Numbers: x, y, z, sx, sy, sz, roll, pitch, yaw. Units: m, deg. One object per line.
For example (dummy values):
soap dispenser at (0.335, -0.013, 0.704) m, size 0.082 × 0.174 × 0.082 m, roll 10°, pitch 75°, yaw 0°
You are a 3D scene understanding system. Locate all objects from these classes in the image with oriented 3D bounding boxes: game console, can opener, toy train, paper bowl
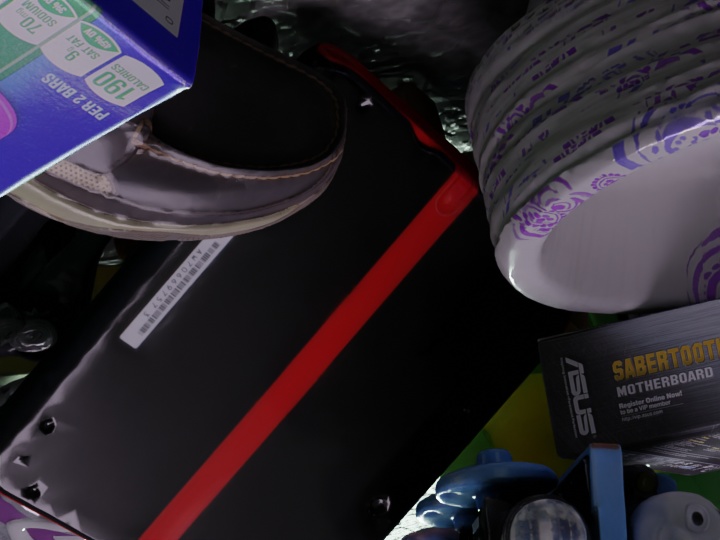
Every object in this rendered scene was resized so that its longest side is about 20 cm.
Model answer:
game console at (-0.025, 0.034, 0.749) m, size 0.200 × 0.031 × 0.177 m, roll -49°, pitch 127°, yaw 4°
can opener at (-0.102, -0.032, 0.715) m, size 0.063 × 0.079 × 0.200 m, roll 9°, pitch 143°, yaw -36°
toy train at (0.079, 0.121, 0.778) m, size 0.113 × 0.087 × 0.200 m, roll -1°, pitch 161°, yaw -7°
paper bowl at (0.134, -0.066, 0.687) m, size 0.199 × 0.105 × 0.201 m, roll -10°, pitch 159°, yaw -4°

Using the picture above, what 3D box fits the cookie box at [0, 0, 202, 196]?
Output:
cookie box at (-0.163, -0.074, 0.476) m, size 0.199 × 0.076 × 0.171 m, roll -25°, pitch 133°, yaw 33°

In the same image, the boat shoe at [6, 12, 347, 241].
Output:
boat shoe at (-0.089, -0.063, 0.593) m, size 0.198 × 0.075 × 0.073 m, roll 11°, pitch 145°, yaw -23°

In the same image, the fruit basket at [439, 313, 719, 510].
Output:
fruit basket at (0.101, 0.100, 0.966) m, size 0.214 × 0.217 × 0.155 m, roll 0°, pitch 157°, yaw -27°

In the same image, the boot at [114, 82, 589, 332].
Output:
boot at (0.000, 0.000, 0.836) m, size 0.143 × 0.071 × 0.201 m, roll -25°, pitch 145°, yaw 20°

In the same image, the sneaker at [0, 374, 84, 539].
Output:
sneaker at (-0.175, 0.085, 0.819) m, size 0.139 × 0.078 × 0.200 m, roll 3°, pitch 154°, yaw -34°

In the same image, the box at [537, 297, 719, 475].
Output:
box at (0.177, 0.042, 0.810) m, size 0.157 × 0.049 × 0.200 m, roll -15°, pitch 167°, yaw 22°

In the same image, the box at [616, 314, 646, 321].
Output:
box at (0.229, -0.017, 0.906) m, size 0.199 × 0.080 × 0.141 m, roll -25°, pitch 152°, yaw 32°

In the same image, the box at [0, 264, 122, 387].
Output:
box at (-0.149, 0.034, 0.884) m, size 0.198 × 0.051 × 0.075 m, roll -5°, pitch 160°, yaw -18°
